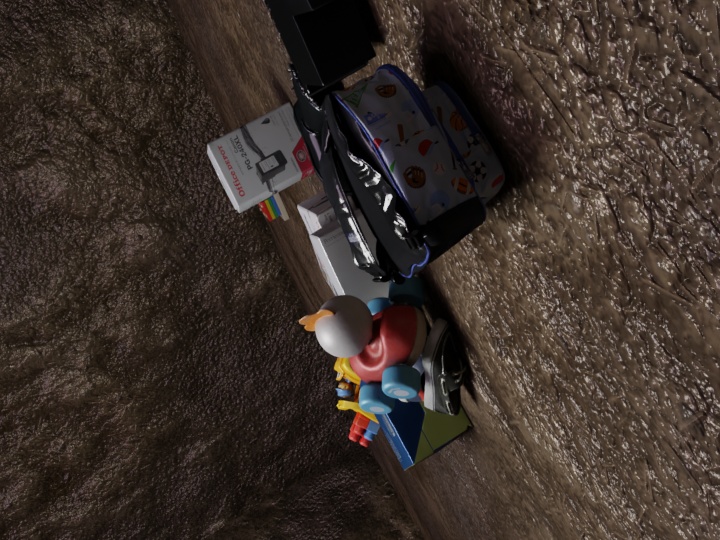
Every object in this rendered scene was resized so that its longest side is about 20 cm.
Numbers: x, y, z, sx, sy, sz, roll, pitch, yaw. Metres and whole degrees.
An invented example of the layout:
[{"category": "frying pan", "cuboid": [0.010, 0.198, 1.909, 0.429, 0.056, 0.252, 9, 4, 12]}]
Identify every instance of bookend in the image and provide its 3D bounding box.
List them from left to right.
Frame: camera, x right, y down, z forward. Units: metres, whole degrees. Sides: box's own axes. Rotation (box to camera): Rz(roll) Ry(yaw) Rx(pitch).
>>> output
[{"category": "bookend", "cuboid": [-0.038, -0.302, 0.847, 0.202, 0.091, 0.200, 65, 169, -20]}]

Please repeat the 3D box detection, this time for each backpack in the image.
[{"category": "backpack", "cuboid": [0.043, -0.107, 0.770, 0.192, 0.153, 0.200, 53, 164, 3]}]

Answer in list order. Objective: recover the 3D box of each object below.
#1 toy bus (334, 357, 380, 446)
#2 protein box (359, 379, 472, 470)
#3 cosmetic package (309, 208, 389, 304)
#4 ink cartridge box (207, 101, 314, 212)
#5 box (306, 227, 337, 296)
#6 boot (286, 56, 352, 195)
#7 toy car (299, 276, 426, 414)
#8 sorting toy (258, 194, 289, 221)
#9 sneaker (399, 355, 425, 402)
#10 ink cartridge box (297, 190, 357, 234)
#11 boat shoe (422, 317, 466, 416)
[{"category": "toy bus", "cuboid": [0.010, 0.278, 1.696, 0.197, 0.195, 0.136, 29, 171, -3]}, {"category": "protein box", "cuboid": [0.101, 0.265, 1.504, 0.201, 0.133, 0.201, 60, 170, 14]}, {"category": "cosmetic package", "cuboid": [0.000, 0.000, 1.410, 0.203, 0.111, 0.081, 63, 169, -15]}, {"category": "ink cartridge box", "cuboid": [-0.203, -0.234, 1.597, 0.148, 0.197, 0.083, 62, 170, -3]}, {"category": "box", "cuboid": [-0.085, -0.022, 2.031, 0.111, 0.034, 0.202, 55, 168, 39]}, {"category": "boot", "cuboid": [-0.053, -0.231, 1.205, 0.202, 0.072, 0.163, 62, 167, 11]}, {"category": "toy car", "cuboid": [-0.010, 0.101, 1.214, 0.177, 0.195, 0.189, 135, 147, -56]}, {"category": "sorting toy", "cuboid": [-0.328, -0.270, 2.567, 0.204, 0.068, 0.199, 67, 170, -25]}, {"category": "sneaker", "cuboid": [0.105, 0.134, 1.364, 0.075, 0.082, 0.206, -30, -63, -62]}, {"category": "ink cartridge box", "cuboid": [-0.047, -0.074, 1.533, 0.149, 0.083, 0.200, 65, 170, -16]}, {"category": "boat shoe", "cuboid": [0.141, 0.159, 1.241, 0.062, 0.071, 0.203, 19, 140, 25]}]
